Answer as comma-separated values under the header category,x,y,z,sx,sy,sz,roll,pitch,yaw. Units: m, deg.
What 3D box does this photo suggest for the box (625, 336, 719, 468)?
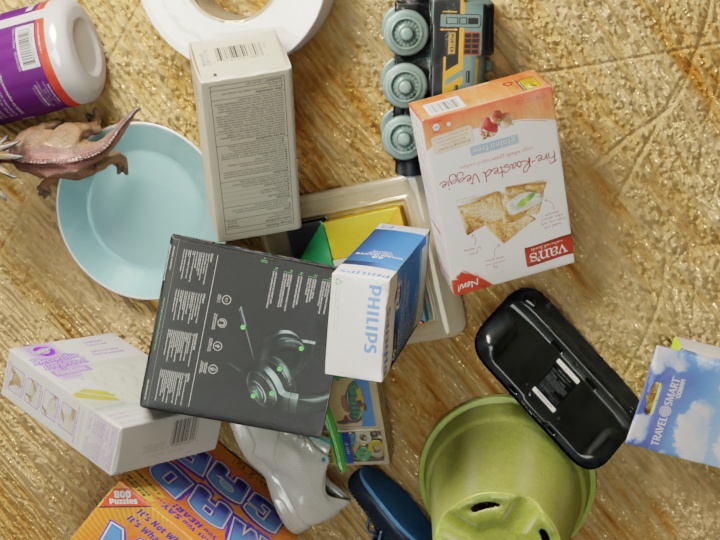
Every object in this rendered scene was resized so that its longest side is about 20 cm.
category,x,y,z,sx,sy,sz,roll,pitch,yaw
box,0.391,0.148,1.365,0.199,0.048,0.122,14,107,2

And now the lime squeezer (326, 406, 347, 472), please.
category,x,y,z,sx,sy,sz,roll,pitch,yaw
lime squeezer,-0.067,0.128,1.387,0.200,0.071,0.038,43,151,-13

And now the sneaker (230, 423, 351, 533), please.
category,x,y,z,sx,sy,sz,roll,pitch,yaw
sneaker,-0.077,0.193,1.425,0.088,0.075,0.200,-24,114,10

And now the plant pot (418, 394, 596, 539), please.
category,x,y,z,sx,sy,sz,roll,pitch,yaw
plant pot,0.150,0.257,1.370,0.200,0.184,0.201,2,106,9

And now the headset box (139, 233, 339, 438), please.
category,x,y,z,sx,sy,sz,roll,pitch,yaw
headset box,-0.110,0.066,1.315,0.199,0.093,0.175,10,91,-9

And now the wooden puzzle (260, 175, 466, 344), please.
category,x,y,z,sx,sy,sz,roll,pitch,yaw
wooden puzzle,0.000,0.000,1.403,0.199,0.037,0.186,-11,103,12

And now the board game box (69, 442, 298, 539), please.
category,x,y,z,sx,sy,sz,roll,pitch,yaw
board game box,-0.213,0.321,1.441,0.200,0.200,0.200,39,108,-3

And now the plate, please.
category,x,y,z,sx,sy,sz,roll,pitch,yaw
plate,-0.239,-0.066,1.433,0.199,0.026,0.201,2,105,9

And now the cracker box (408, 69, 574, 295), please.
category,x,y,z,sx,sy,sz,roll,pitch,yaw
cracker box,0.134,-0.086,1.302,0.133,0.058,0.201,-16,119,-5

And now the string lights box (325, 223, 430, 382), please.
category,x,y,z,sx,sy,sz,roll,pitch,yaw
string lights box,0.021,0.027,1.283,0.059,0.200,0.103,8,107,12

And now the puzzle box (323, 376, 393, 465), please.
category,x,y,z,sx,sy,sz,roll,pitch,yaw
puzzle box,-0.043,0.126,1.430,0.133,0.025,0.201,-4,114,15

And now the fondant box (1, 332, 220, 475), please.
category,x,y,z,sx,sy,sz,roll,pitch,yaw
fondant box,-0.267,0.138,1.388,0.200,0.144,0.058,25,111,36

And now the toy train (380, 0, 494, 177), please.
category,x,y,z,sx,sy,sz,roll,pitch,yaw
toy train,0.078,-0.193,1.317,0.114,0.085,0.201,0,105,0

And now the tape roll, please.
category,x,y,z,sx,sy,sz,roll,pitch,yaw
tape roll,-0.124,-0.308,1.323,0.202,0.071,0.203,3,105,10

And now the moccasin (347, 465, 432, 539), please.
category,x,y,z,sx,sy,sz,roll,pitch,yaw
moccasin,0.047,0.311,1.458,0.068,0.080,0.200,-38,95,21

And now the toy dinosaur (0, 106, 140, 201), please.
category,x,y,z,sx,sy,sz,roll,pitch,yaw
toy dinosaur,-0.326,-0.120,1.350,0.199,0.136,0.086,-9,96,19

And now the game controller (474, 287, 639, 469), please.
category,x,y,z,sx,sy,sz,roll,pitch,yaw
game controller,0.211,0.115,1.376,0.104,0.042,0.200,-44,94,-15

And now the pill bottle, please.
category,x,y,z,sx,sy,sz,roll,pitch,yaw
pill bottle,-0.379,-0.213,1.371,0.199,0.112,0.113,-12,103,13

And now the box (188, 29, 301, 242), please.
category,x,y,z,sx,sy,sz,roll,pitch,yaw
box,-0.116,-0.133,1.312,0.095,0.078,0.200,-10,132,-12
